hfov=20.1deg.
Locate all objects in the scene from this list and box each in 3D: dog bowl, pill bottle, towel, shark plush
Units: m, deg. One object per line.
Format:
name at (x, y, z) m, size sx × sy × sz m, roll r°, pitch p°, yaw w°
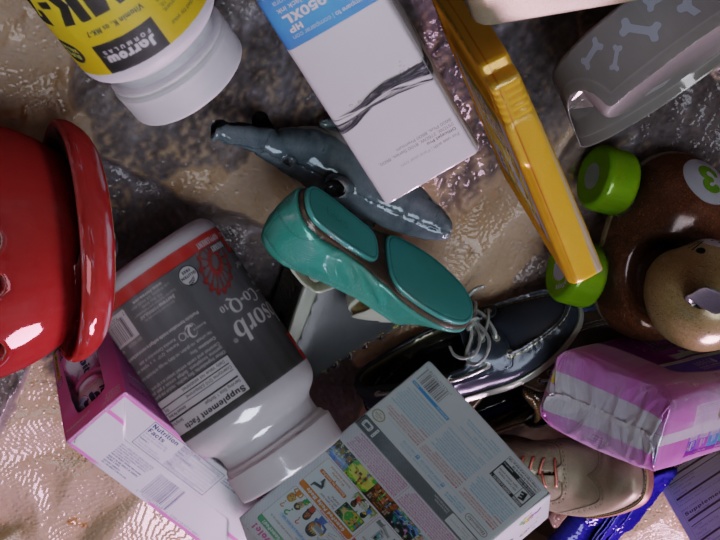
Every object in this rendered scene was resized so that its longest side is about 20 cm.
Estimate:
dog bowl at (0.230, -0.173, 1.523) m, size 0.200 × 0.200 × 0.059 m, roll -35°, pitch 82°, yaw 7°
pill bottle at (-0.108, 0.071, 1.561) m, size 0.116 × 0.116 × 0.200 m, roll -35°, pitch 90°, yaw 8°
towel at (0.204, 0.244, 1.794) m, size 0.200 × 0.050 × 0.148 m, roll -55°, pitch 160°, yaw 10°
pill bottle at (-0.173, -0.204, 1.419) m, size 0.114 × 0.114 × 0.200 m, roll -33°, pitch 125°, yaw 6°
shark plush at (-0.018, -0.083, 1.559) m, size 0.200 × 0.083 × 0.091 m, roll 33°, pitch 108°, yaw -31°

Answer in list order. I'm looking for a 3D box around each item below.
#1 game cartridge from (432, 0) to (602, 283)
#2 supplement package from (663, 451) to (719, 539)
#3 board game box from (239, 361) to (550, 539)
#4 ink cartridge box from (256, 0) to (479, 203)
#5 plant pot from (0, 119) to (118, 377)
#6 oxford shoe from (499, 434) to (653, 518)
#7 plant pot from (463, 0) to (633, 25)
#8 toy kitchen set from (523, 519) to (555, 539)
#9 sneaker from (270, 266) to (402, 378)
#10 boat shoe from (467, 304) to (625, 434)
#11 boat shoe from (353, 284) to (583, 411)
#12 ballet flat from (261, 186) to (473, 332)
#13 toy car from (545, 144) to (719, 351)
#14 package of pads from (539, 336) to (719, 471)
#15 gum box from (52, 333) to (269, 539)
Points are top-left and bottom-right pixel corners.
game cartridge at (0.111, -0.111, 1.522) m, size 0.032 × 0.176 × 0.200 m, roll -27°, pitch 125°, yaw 2°
supplement package at (0.359, 0.242, 1.804) m, size 0.109 × 0.200 × 0.114 m, roll -33°, pitch 126°, yaw 7°
board game box at (0.028, 0.194, 1.600) m, size 0.200 × 0.148 × 0.064 m, roll -38°, pitch 159°, yaw -13°
ink cartridge box at (-0.006, -0.170, 1.469) m, size 0.084 × 0.145 × 0.200 m, roll -30°, pitch 124°, yaw 6°
plant pot at (-0.277, -0.012, 1.464) m, size 0.182 × 0.201 × 0.201 m, roll -3°, pitch 123°, yaw -18°
oxford shoe at (0.155, 0.174, 1.705) m, size 0.075 × 0.200 × 0.071 m, roll 1°, pitch 86°, yaw -44°
plant pot at (0.128, -0.287, 1.411) m, size 0.199 × 0.200 × 0.178 m, roll -11°, pitch 131°, yaw -9°
toy kitchen set at (0.067, 0.283, 1.760) m, size 0.200 × 0.181 × 0.163 m, roll 32°, pitch 110°, yaw -31°
sneaker at (-0.024, 0.061, 1.655) m, size 0.106 × 0.075 × 0.201 m, roll 11°, pitch 117°, yaw -22°
boat shoe at (0.148, 0.098, 1.729) m, size 0.200 × 0.072 × 0.072 m, roll -30°, pitch 125°, yaw 4°
boat shoe at (0.089, 0.064, 1.693) m, size 0.199 × 0.075 × 0.062 m, roll -24°, pitch 137°, yaw 11°
ballet flat at (0.000, 0.000, 1.571) m, size 0.070 × 0.068 × 0.200 m, roll -31°, pitch 134°, yaw 32°
toy car at (0.272, -0.001, 1.610) m, size 0.164 × 0.200 × 0.158 m, roll 14°, pitch 100°, yaw -25°
package of pads at (0.254, 0.102, 1.684) m, size 0.200 × 0.120 × 0.076 m, roll -10°, pitch 118°, yaw -48°
gum box at (-0.161, 0.132, 1.637) m, size 0.066 × 0.114 × 0.200 m, roll -40°, pitch 124°, yaw 11°
